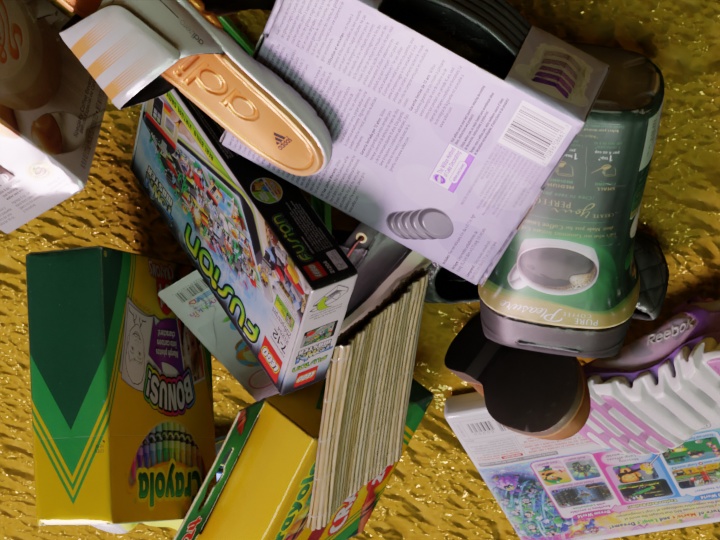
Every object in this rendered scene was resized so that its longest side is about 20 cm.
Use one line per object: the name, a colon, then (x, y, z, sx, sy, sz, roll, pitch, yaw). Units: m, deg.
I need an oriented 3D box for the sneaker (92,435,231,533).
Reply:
sneaker: (-0.140, 0.151, 1.827, 0.200, 0.076, 0.105, 18, 127, -24)

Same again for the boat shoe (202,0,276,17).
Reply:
boat shoe: (-0.083, -0.191, 1.404, 0.199, 0.067, 0.074, 2, 149, 0)

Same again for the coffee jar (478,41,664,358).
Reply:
coffee jar: (0.128, -0.039, 1.505, 0.104, 0.085, 0.200, 9, 126, 7)

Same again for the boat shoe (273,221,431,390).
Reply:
boat shoe: (0.001, 0.000, 1.584, 0.063, 0.074, 0.201, 47, 114, 9)

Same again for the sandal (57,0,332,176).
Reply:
sandal: (-0.106, -0.112, 1.367, 0.207, 0.059, 0.079, 38, 146, -7)

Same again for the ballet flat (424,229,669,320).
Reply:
ballet flat: (0.105, 0.003, 1.610, 0.199, 0.057, 0.067, -1, 147, 11)

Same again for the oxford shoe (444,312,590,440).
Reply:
oxford shoe: (0.121, 0.078, 1.613, 0.071, 0.200, 0.071, 41, 91, -17)

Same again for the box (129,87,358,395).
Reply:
box: (-0.076, -0.032, 1.504, 0.035, 0.200, 0.110, -20, 149, -28)

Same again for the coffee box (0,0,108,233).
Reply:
coffee box: (-0.253, -0.131, 1.466, 0.080, 0.115, 0.200, -27, 130, 35)

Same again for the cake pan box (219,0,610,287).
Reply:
cake pan box: (0.027, -0.095, 1.385, 0.184, 0.052, 0.200, 26, 147, 0)

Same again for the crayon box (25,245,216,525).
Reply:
crayon box: (-0.153, 0.080, 1.590, 0.058, 0.173, 0.200, -6, 174, 16)

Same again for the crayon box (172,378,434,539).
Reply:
crayon box: (-0.039, 0.140, 1.660, 0.051, 0.200, 0.127, 36, 114, 22)

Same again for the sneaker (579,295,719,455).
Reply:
sneaker: (0.217, 0.064, 1.649, 0.080, 0.089, 0.200, 40, 142, -26)

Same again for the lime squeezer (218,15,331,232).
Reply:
lime squeezer: (-0.047, -0.084, 1.532, 0.038, 0.071, 0.200, -9, 110, 43)

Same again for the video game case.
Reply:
video game case: (0.186, 0.137, 1.785, 0.200, 0.024, 0.182, -12, 137, 20)

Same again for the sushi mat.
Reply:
sushi mat: (0.005, 0.088, 1.590, 0.012, 0.096, 0.200, 33, 143, 21)

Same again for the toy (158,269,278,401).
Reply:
toy: (-0.054, 0.019, 1.651, 0.115, 0.047, 0.200, -32, 147, 5)
